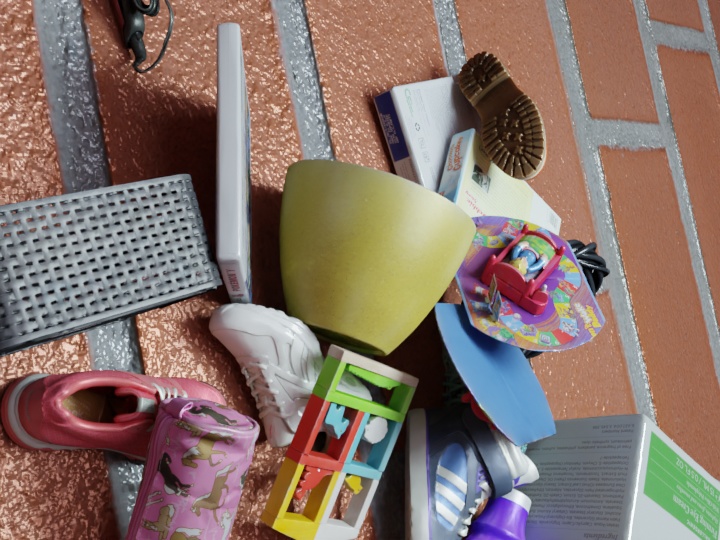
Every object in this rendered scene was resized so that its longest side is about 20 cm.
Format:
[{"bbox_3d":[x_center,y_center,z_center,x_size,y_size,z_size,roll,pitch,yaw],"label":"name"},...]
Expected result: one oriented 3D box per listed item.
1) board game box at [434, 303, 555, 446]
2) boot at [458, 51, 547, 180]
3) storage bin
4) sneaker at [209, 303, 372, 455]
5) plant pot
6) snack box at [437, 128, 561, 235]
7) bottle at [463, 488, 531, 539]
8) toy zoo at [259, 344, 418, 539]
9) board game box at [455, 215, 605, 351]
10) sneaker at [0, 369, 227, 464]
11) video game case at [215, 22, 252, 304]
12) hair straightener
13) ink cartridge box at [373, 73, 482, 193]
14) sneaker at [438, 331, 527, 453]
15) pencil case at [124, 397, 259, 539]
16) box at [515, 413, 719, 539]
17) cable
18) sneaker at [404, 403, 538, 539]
[{"bbox_3d":[0.128,0.113,0.929,0.199,0.039,0.160,6,52,-60],"label":"board game box"},{"bbox_3d":[0.190,-0.170,1.084,0.107,0.074,0.202,39,27,-43],"label":"boot"},{"bbox_3d":[-0.222,0.001,0.683,0.198,0.134,0.095,-19,92,-45],"label":"storage bin"},{"bbox_3d":[-0.071,0.111,0.845,0.200,0.077,0.100,42,56,-27],"label":"sneaker"},{"bbox_3d":[0.000,0.000,0.878,0.198,0.198,0.144,26,76,-36],"label":"plant pot"},{"bbox_3d":[0.172,-0.066,1.100,0.199,0.037,0.118,39,55,-33],"label":"snack box"},{"bbox_3d":[0.131,0.333,0.965,0.082,0.065,0.202,26,64,-2],"label":"bottle"},{"bbox_3d":[-0.022,0.181,0.854,0.131,0.020,0.203,27,85,-49],"label":"toy zoo"},{"bbox_3d":[0.178,-0.004,0.954,0.155,0.039,0.202,2,45,-15],"label":"board game box"},{"bbox_3d":[-0.181,0.119,0.727,0.198,0.086,0.075,9,73,-43],"label":"sneaker"},{"bbox_3d":[-0.113,-0.085,0.803,0.023,0.182,0.204,-2,76,-4],"label":"video game case"},{"bbox_3d":[-0.213,-0.280,0.811,0.041,0.076,0.204,-11,86,-46],"label":"hair straightener"},{"bbox_3d":[0.116,-0.139,1.117,0.198,0.040,0.203,-21,94,-46],"label":"ink cartridge box"},{"bbox_3d":[0.131,0.140,1.032,0.086,0.077,0.203,-25,96,-41],"label":"sneaker"},{"bbox_3d":[-0.142,0.198,0.698,0.086,0.081,0.203,1,107,-82],"label":"pencil case"},{"bbox_3d":[0.289,0.293,1.055,0.198,0.198,0.174,38,57,-30],"label":"box"},{"bbox_3d":[0.213,0.037,1.079,0.196,0.051,0.166,-12,121,-16],"label":"cable"},{"bbox_3d":[0.121,0.241,0.945,0.143,0.081,0.204,1,70,-3],"label":"sneaker"}]
